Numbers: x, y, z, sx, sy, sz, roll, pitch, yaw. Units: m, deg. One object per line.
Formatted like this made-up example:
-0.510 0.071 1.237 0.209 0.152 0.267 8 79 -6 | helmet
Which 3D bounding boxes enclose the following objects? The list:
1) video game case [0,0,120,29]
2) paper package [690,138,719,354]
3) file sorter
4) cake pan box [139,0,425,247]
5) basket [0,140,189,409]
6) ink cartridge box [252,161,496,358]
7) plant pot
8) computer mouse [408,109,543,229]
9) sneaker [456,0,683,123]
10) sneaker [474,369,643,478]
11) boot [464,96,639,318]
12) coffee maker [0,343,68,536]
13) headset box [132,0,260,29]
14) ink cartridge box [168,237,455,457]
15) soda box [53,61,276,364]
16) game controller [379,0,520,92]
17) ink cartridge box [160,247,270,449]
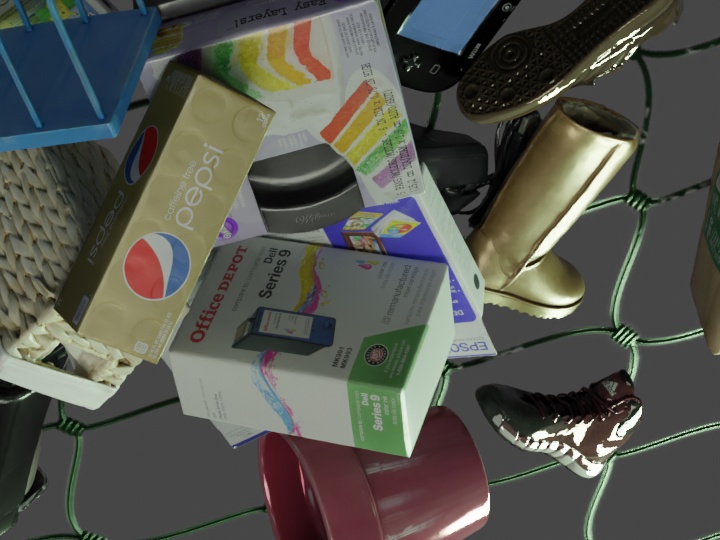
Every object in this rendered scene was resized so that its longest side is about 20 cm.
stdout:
-0.296 -0.176 1.270 0.200 0.022 0.182 -32 131 16 | video game case
0.410 -0.028 1.504 0.190 0.104 0.200 -5 134 -8 | paper package
-0.263 -0.168 1.141 0.200 0.139 0.123 -5 132 15 | file sorter
-0.058 -0.116 1.252 0.184 0.052 0.200 -12 133 3 | cake pan box
-0.239 -0.013 1.299 0.123 0.200 0.136 -39 147 15 | basket
0.000 0.000 1.420 0.198 0.043 0.200 -5 132 27 | ink cartridge box
0.018 0.216 1.599 0.179 0.200 0.200 -16 136 -19 | plant pot
0.054 -0.083 1.410 0.200 0.053 0.139 5 132 -17 | computer mouse
0.175 -0.170 1.338 0.200 0.070 0.076 -31 148 12 | sneaker
0.207 0.129 1.636 0.116 0.076 0.200 -43 137 19 | sneaker
0.181 -0.050 1.442 0.175 0.066 0.200 4 132 -43 | boot
-0.336 0.142 1.440 0.135 0.192 0.200 16 127 -5 | coffee maker
-0.085 -0.176 1.277 0.149 0.075 0.200 -14 133 2 | headset box
-0.038 0.058 1.355 0.200 0.145 0.088 8 136 17 | ink cartridge box
-0.139 -0.042 1.168 0.068 0.064 0.200 24 94 -29 | soda box
0.080 -0.223 1.293 0.104 0.042 0.200 19 126 -27 | game controller
-0.125 0.068 1.502 0.099 0.039 0.200 -25 122 11 | ink cartridge box
